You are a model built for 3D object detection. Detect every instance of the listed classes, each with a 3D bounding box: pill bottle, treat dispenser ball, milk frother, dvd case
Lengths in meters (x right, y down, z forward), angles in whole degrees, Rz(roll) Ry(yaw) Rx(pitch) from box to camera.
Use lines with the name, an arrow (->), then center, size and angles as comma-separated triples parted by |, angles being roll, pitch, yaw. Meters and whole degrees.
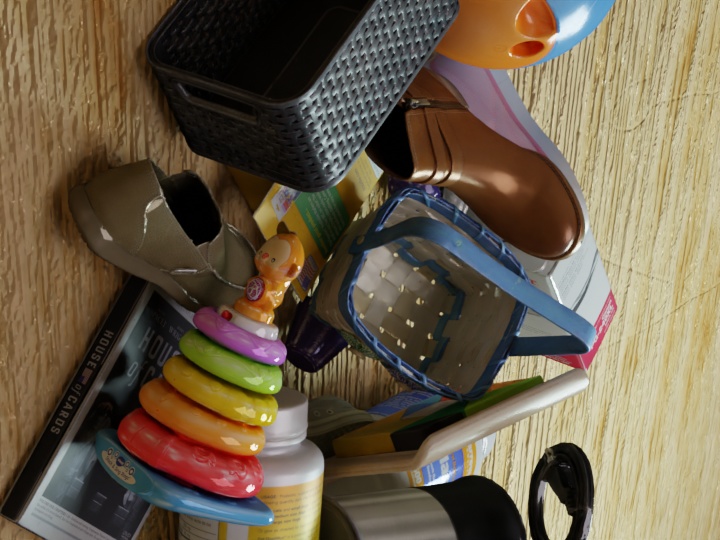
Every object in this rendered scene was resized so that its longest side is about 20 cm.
pill bottle -> 0.046, 0.173, 1.511 | 0.200, 0.112, 0.113 | -22, 126, -54
treat dispenser ball -> 0.109, -0.256, 1.247 | 0.201, 0.200, 0.202 | -39, 140, -44
pill bottle -> -0.085, 0.193, 1.237 | 0.109, 0.109, 0.202 | -12, 110, -58
milk frother -> 0.065, 0.212, 1.298 | 0.187, 0.180, 0.201 | 0, 119, -42
dvd case -> -0.171, 0.111, 1.179 | 0.201, 0.025, 0.150 | -62, 152, -13

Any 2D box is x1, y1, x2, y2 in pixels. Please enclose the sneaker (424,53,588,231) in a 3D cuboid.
sneaker -> 0.104, -0.095, 1.371 | 0.104, 0.201, 0.075 | -29, 174, -19

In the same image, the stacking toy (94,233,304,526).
stacking toy -> -0.089, 0.066, 1.109 | 0.109, 0.116, 0.201 | 21, 96, -42

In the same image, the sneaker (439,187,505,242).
sneaker -> 0.117, -0.119, 1.451 | 0.074, 0.079, 0.202 | 13, 83, -81

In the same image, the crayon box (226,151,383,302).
crayon box -> -0.033, -0.094, 1.261 | 0.201, 0.051, 0.126 | -59, 150, -21

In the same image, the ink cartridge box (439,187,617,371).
ink cartridge box -> 0.154, -0.002, 1.551 | 0.084, 0.145, 0.200 | -58, 150, -18

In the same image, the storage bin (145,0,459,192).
storage bin -> -0.036, -0.167, 1.115 | 0.201, 0.135, 0.094 | -56, 149, -24

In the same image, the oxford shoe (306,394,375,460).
oxford shoe -> -0.072, 0.143, 1.347 | 0.199, 0.058, 0.076 | -6, 121, -43

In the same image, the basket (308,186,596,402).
basket -> 0.067, 0.021, 1.260 | 0.176, 0.200, 0.140 | 34, 65, -21

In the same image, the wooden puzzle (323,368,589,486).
wooden puzzle -> 0.062, 0.125, 1.315 | 0.184, 0.200, 0.037 | -20, 88, -35

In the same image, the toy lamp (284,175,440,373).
toy lamp -> 0.000, 0.000, 1.375 | 0.200, 0.058, 0.058 | -55, 149, -24

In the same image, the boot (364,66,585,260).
boot -> 0.075, -0.081, 1.211 | 0.077, 0.200, 0.155 | -41, 169, 22

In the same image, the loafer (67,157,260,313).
loafer -> -0.118, -0.023, 1.112 | 0.067, 0.076, 0.200 | -30, 158, 18
